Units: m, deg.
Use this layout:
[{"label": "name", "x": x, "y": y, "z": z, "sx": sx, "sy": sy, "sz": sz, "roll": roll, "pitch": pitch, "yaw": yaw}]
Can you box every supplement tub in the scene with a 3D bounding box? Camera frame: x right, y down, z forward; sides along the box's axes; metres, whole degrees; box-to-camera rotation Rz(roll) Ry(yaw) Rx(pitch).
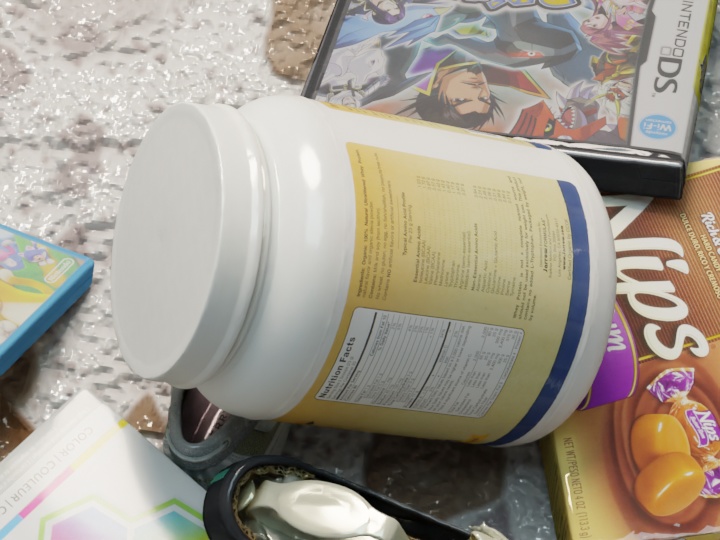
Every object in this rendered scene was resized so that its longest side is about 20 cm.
[{"label": "supplement tub", "x": 0.000, "y": 0.000, "z": 1.005, "sx": 0.199, "sy": 0.144, "sz": 0.145, "roll": 9, "pitch": 56, "yaw": -27}]

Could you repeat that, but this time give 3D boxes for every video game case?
[{"label": "video game case", "x": 0.080, "y": -0.116, "z": 1.153, "sx": 0.198, "sy": 0.026, "sz": 0.181, "roll": 7, "pitch": 46, "yaw": 11}, {"label": "video game case", "x": -0.251, "y": -0.002, "z": 1.097, "sx": 0.199, "sy": 0.018, "sz": 0.143, "roll": 21, "pitch": 34, "yaw": 12}]

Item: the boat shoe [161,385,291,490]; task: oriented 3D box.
[{"label": "boat shoe", "x": -0.048, "y": 0.017, "z": 1.091, "sx": 0.074, "sy": 0.065, "sz": 0.203, "roll": 17, "pitch": 62, "yaw": 11}]

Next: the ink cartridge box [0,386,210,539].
[{"label": "ink cartridge box", "x": -0.093, "y": 0.158, "z": 1.015, "sx": 0.200, "sy": 0.059, "sz": 0.104, "roll": 39, "pitch": 67, "yaw": 20}]

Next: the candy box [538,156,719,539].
[{"label": "candy box", "x": 0.140, "y": 0.047, "z": 1.075, "sx": 0.116, "sy": 0.057, "sz": 0.201, "roll": -7, "pitch": 61, "yaw": -2}]

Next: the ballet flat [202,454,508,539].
[{"label": "ballet flat", "x": 0.022, "y": 0.132, "z": 0.962, "sx": 0.199, "sy": 0.073, "sz": 0.073, "roll": 24, "pitch": 63, "yaw": 8}]
